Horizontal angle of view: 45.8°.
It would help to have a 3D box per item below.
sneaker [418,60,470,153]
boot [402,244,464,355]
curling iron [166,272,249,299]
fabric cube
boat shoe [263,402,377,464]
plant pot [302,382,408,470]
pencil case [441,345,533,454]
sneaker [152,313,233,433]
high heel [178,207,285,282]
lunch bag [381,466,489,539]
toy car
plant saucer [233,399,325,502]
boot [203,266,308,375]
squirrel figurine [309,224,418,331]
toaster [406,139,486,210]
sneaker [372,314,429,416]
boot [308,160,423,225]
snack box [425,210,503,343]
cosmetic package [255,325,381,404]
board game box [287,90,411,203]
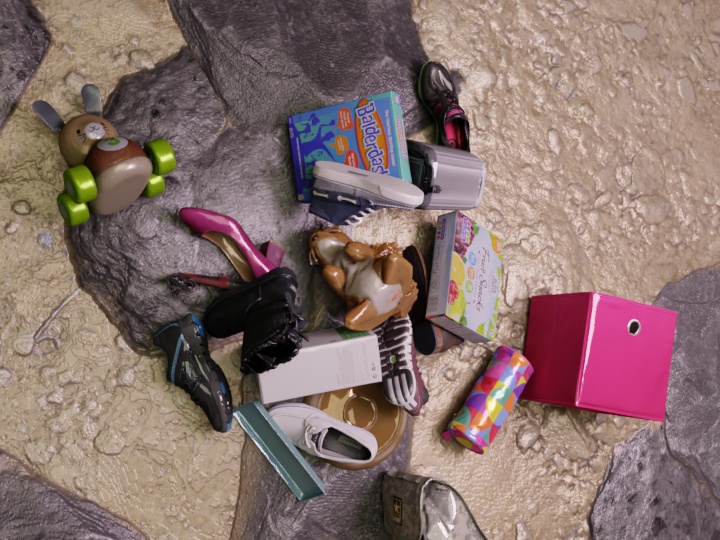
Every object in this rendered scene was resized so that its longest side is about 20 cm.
[{"bbox_3d":[0.166,-0.293,1.570,0.076,0.084,0.201,-18,91,-21],"label":"sneaker"},{"bbox_3d":[0.130,0.053,1.545,0.097,0.075,0.201,0,75,-44],"label":"boot"},{"bbox_3d":[-0.220,0.031,1.404,0.199,0.026,0.050,6,59,-7],"label":"curling iron"},{"bbox_3d":[0.431,0.157,1.561,0.195,0.200,0.201,13,81,-19],"label":"fabric cube"},{"bbox_3d":[-0.067,0.271,1.412,0.199,0.065,0.074,12,92,1],"label":"boat shoe"},{"bbox_3d":[-0.003,0.248,1.485,0.199,0.027,0.201,2,84,-21],"label":"plant pot"},{"bbox_3d":[0.232,0.234,1.544,0.088,0.088,0.200,42,72,-11],"label":"pencil case"},{"bbox_3d":[-0.268,0.175,1.384,0.081,0.073,0.201,-22,91,1],"label":"sneaker"},{"bbox_3d":[-0.218,-0.030,1.409,0.199,0.067,0.097,25,66,-20],"label":"high heel"},{"bbox_3d":[0.118,0.428,1.438,0.117,0.164,0.201,-35,96,-21],"label":"lunch bag"},{"bbox_3d":[-0.414,-0.198,1.324,0.164,0.158,0.201,-26,82,-32],"label":"toy car"},{"bbox_3d":[-0.135,0.298,1.415,0.200,0.070,0.019,53,43,-8],"label":"plant saucer"},{"bbox_3d":[-0.169,0.095,1.330,0.198,0.163,0.073,-30,129,19],"label":"boot"},{"bbox_3d":[0.000,0.000,1.453,0.200,0.186,0.142,14,110,-56],"label":"squirrel figurine"},{"bbox_3d":[0.129,-0.164,1.482,0.128,0.200,0.114,1,103,-29],"label":"toaster"},{"bbox_3d":[0.074,0.168,1.495,0.116,0.075,0.201,55,24,-46],"label":"sneaker"},{"bbox_3d":[0.007,-0.111,1.389,0.073,0.199,0.091,-25,130,-55],"label":"boot"},{"bbox_3d":[0.189,0.014,1.520,0.142,0.053,0.201,28,61,-40],"label":"snack box"},{"bbox_3d":[-0.075,0.152,1.404,0.199,0.108,0.085,-9,100,-13],"label":"cosmetic package"},{"bbox_3d":[-0.020,-0.207,1.449,0.199,0.045,0.153,-10,86,23],"label":"board game box"}]
